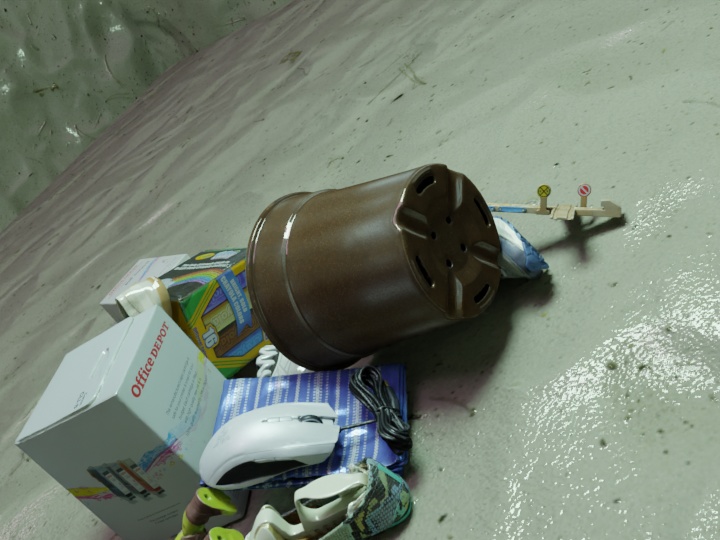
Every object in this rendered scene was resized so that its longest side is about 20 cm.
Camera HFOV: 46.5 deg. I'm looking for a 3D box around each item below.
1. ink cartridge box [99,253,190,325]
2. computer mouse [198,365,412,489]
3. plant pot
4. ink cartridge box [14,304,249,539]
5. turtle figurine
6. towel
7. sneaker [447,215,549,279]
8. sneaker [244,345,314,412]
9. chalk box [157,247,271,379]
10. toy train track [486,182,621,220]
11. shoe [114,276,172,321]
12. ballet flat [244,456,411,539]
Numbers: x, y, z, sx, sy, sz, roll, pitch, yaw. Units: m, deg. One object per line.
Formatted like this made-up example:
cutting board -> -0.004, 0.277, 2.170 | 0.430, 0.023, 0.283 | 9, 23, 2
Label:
ink cartridge box -> -0.364, 0.038, 1.431 | 0.199, 0.067, 0.117 | -5, 40, 47
computer mouse -> -0.058, 0.148, 0.774 | 0.199, 0.044, 0.110 | -17, 36, -3
plant pot -> 0.020, -0.009, 0.847 | 0.198, 0.200, 0.201 | -17, 32, 44
ink cartridge box -> -0.225, 0.171, 0.890 | 0.144, 0.200, 0.146 | -26, 28, 21
turtle figurine -> -0.174, 0.276, 0.763 | 0.162, 0.064, 0.200 | -53, 20, 11
towel -> -0.051, 0.149, 0.821 | 0.199, 0.024, 0.145 | -6, 38, 8
sneaker -> 0.130, -0.008, 0.912 | 0.085, 0.077, 0.200 | -50, 20, -5
sneaker -> -0.076, 0.140, 0.914 | 0.081, 0.075, 0.200 | -19, 30, 14
chalk box -> -0.181, 0.048, 1.086 | 0.124, 0.125, 0.200 | -1, 23, 39
toy train track -> 0.175, -0.078, 0.894 | 0.199, 0.033, 0.115 | 3, 10, 16
shoe -> -0.241, 0.106, 0.982 | 0.070, 0.201, 0.053 | 14, 31, 44
ballet flat -> -0.052, 0.224, 0.741 | 0.199, 0.074, 0.074 | -33, 26, 9
